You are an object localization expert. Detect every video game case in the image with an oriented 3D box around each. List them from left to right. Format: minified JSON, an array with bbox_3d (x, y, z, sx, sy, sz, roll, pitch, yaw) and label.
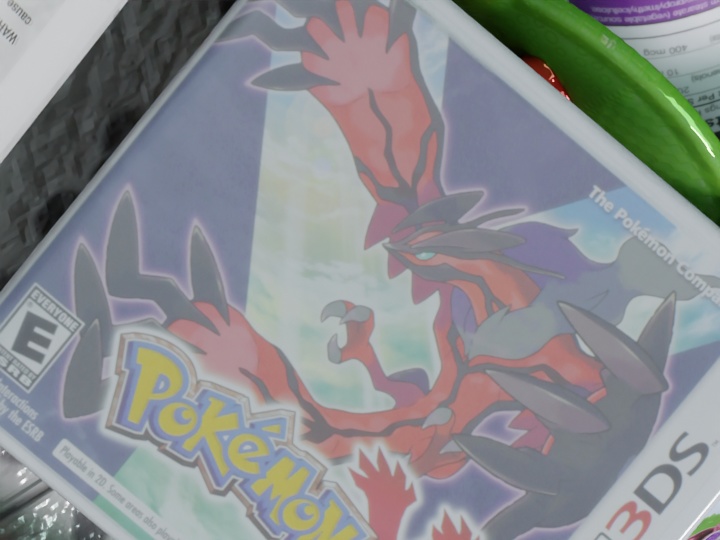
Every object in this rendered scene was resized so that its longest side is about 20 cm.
[{"bbox_3d":[0.008,0.026,0.760,0.182,0.200,0.023,-50,-178,3],"label":"video game case"}]

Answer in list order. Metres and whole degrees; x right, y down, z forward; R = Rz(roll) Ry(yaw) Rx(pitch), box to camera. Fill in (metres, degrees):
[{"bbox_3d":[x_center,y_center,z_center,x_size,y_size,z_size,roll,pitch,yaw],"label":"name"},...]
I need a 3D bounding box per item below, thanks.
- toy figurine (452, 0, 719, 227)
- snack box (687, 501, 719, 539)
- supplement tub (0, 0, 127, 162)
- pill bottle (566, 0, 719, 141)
[{"bbox_3d":[0.000,0.000,0.818,0.184,0.150,0.200,-51,128,-18],"label":"toy figurine"},{"bbox_3d":[0.172,0.022,0.868,0.199,0.053,0.142,-26,157,-15],"label":"snack box"},{"bbox_3d":[-0.139,-0.071,0.664,0.200,0.132,0.132,-52,139,-7],"label":"supplement tub"},{"bbox_3d":[0.104,-0.101,0.894,0.111,0.111,0.201,-38,136,-21],"label":"pill bottle"}]
